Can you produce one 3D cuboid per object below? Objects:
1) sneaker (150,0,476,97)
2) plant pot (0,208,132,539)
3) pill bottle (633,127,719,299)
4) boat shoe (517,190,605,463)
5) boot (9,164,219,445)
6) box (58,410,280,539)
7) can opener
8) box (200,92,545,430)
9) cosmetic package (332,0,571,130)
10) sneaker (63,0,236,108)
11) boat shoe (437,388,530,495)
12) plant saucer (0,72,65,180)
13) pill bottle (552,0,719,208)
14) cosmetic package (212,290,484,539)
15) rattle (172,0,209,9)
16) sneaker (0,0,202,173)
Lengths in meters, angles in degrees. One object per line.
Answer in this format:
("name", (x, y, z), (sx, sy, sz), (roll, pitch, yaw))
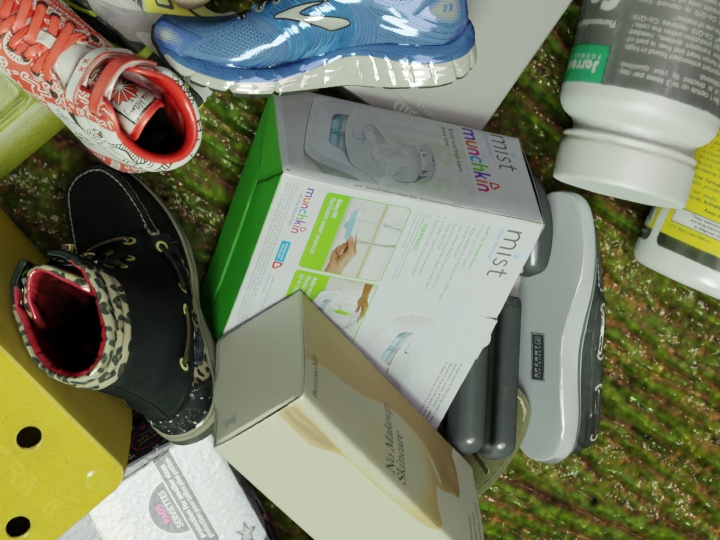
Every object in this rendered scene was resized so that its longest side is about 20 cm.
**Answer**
("sneaker", (-0.030, -0.158, 0.921), (0.198, 0.079, 0.090), (-4, 111, 0))
("plant pot", (-0.254, 0.087, 0.917), (0.200, 0.176, 0.200), (-39, 125, -3))
("pill bottle", (0.286, -0.078, 1.085), (0.112, 0.112, 0.201), (21, 97, -19))
("boat shoe", (0.151, 0.041, 1.107), (0.056, 0.068, 0.202), (-4, 102, -41))
("boot", (-0.158, 0.001, 0.920), (0.073, 0.154, 0.205), (-29, 66, 10))
("box", (-0.123, 0.199, 1.036), (0.132, 0.115, 0.201), (-29, 109, -7))
("can opener", (0.098, 0.029, 1.055), (0.053, 0.067, 0.202), (13, 72, -28))
("box", (0.000, 0.000, 0.989), (0.175, 0.097, 0.201), (9, 130, -17))
("cosmetic package", (0.069, -0.182, 1.016), (0.106, 0.090, 0.201), (32, 90, -23))
("sneaker", (-0.164, -0.191, 0.967), (0.200, 0.075, 0.077), (44, 68, -22))
("boat shoe", (0.037, 0.152, 1.095), (0.200, 0.068, 0.075), (-43, 103, -11))
("plant saucer", (-0.302, -0.121, 0.948), (0.200, 0.048, 0.200), (-40, 110, -3))
("pill bottle", (0.202, -0.151, 1.033), (0.112, 0.113, 0.202), (14, 90, -18))
("cosmetic package", (-0.005, 0.119, 0.955), (0.071, 0.106, 0.200), (-31, 124, 19))
("rattle", (-0.107, -0.271, 0.912), (0.130, 0.143, 0.201), (-33, 101, -27))
("sneaker", (-0.178, -0.133, 0.901), (0.201, 0.108, 0.067), (45, 73, -29))
